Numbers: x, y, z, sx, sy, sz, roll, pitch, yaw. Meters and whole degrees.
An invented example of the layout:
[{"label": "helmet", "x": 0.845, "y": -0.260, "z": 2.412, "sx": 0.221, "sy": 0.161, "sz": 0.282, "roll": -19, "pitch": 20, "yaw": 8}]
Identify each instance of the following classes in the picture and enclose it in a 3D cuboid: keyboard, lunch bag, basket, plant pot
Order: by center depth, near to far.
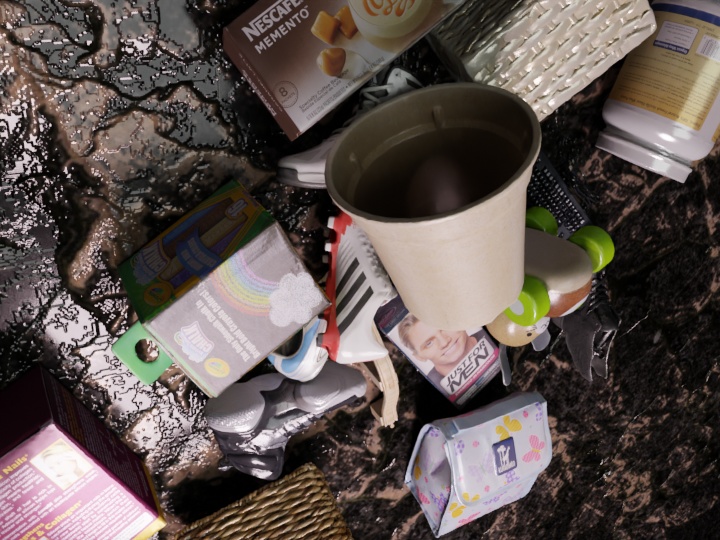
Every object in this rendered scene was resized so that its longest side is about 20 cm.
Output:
[{"label": "plant pot", "x": 0.085, "y": -0.049, "z": 0.711, "sx": 0.199, "sy": 0.201, "sz": 0.185, "roll": -32, "pitch": 134, "yaw": -12}, {"label": "basket", "x": 0.182, "y": -0.256, "z": 0.745, "sx": 0.199, "sy": 0.124, "sz": 0.135, "roll": -38, "pitch": 129, "yaw": 13}, {"label": "basket", "x": -0.105, "y": 0.360, "z": 0.889, "sx": 0.198, "sy": 0.150, "sz": 0.143, "roll": -26, "pitch": 151, "yaw": -10}, {"label": "keyboard", "x": 0.270, "y": -0.090, "z": 0.967, "sx": 0.104, "sy": 0.040, "sz": 0.200, "roll": -49, "pitch": 129, "yaw": 1}, {"label": "lunch bag", "x": 0.169, "y": 0.264, "z": 1.017, "sx": 0.168, "sy": 0.128, "sz": 0.201, "roll": -14, "pitch": 137, "yaw": -24}]

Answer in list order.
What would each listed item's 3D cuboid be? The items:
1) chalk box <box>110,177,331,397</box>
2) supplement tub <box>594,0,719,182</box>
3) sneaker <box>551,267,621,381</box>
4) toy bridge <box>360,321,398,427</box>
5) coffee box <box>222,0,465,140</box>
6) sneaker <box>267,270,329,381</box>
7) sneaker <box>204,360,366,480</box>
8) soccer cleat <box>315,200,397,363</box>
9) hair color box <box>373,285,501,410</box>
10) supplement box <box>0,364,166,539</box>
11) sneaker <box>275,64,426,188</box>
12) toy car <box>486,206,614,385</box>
[{"label": "chalk box", "x": -0.155, "y": 0.029, "z": 0.728, "sx": 0.199, "sy": 0.124, "sz": 0.125, "roll": -37, "pitch": 128, "yaw": -7}, {"label": "supplement tub", "x": 0.392, "y": -0.226, "z": 0.901, "sx": 0.143, "sy": 0.144, "sz": 0.202, "roll": 12, "pitch": 108, "yaw": -34}, {"label": "sneaker", "x": 0.335, "y": 0.050, "z": 1.028, "sx": 0.059, "sy": 0.104, "sz": 0.202, "roll": -8, "pitch": 126, "yaw": -28}, {"label": "toy bridge", "x": 0.023, "y": 0.128, "z": 0.918, "sx": 0.027, "sy": 0.067, "sz": 0.202, "roll": -25, "pitch": 124, "yaw": -16}, {"label": "coffee box", "x": -0.018, "y": -0.231, "z": 0.676, "sx": 0.199, "sy": 0.080, "sz": 0.115, "roll": -39, "pitch": 101, "yaw": -7}, {"label": "sneaker", "x": -0.037, "y": 0.036, "z": 0.835, "sx": 0.072, "sy": 0.072, "sz": 0.201, "roll": 31, "pitch": 94, "yaw": -31}, {"label": "sneaker", "x": -0.087, "y": 0.184, "z": 0.881, "sx": 0.198, "sy": 0.076, "sz": 0.115, "roll": -11, "pitch": 120, "yaw": -19}, {"label": "soccer cleat", "x": 0.000, "y": 0.000, "z": 0.782, "sx": 0.084, "sy": 0.069, "sz": 0.203, "roll": 6, "pitch": 81, "yaw": -7}, {"label": "hair color box", "x": 0.105, "y": 0.089, "z": 0.951, "sx": 0.100, "sy": 0.060, "sz": 0.200, "roll": -45, "pitch": 128, "yaw": -3}, {"label": "supplement box", "x": -0.316, "y": 0.221, "z": 0.745, "sx": 0.130, "sy": 0.103, "sz": 0.201, "roll": -35, "pitch": 128, "yaw": -9}, {"label": "sneaker", "x": -0.006, "y": -0.158, "z": 0.760, "sx": 0.199, "sy": 0.075, "sz": 0.117, "roll": -18, "pitch": 114, "yaw": -31}, {"label": "toy car", "x": 0.215, "y": 0.051, "z": 0.919, "sx": 0.164, "sy": 0.157, "sz": 0.202, "roll": -32, "pitch": 130, "yaw": -31}]
